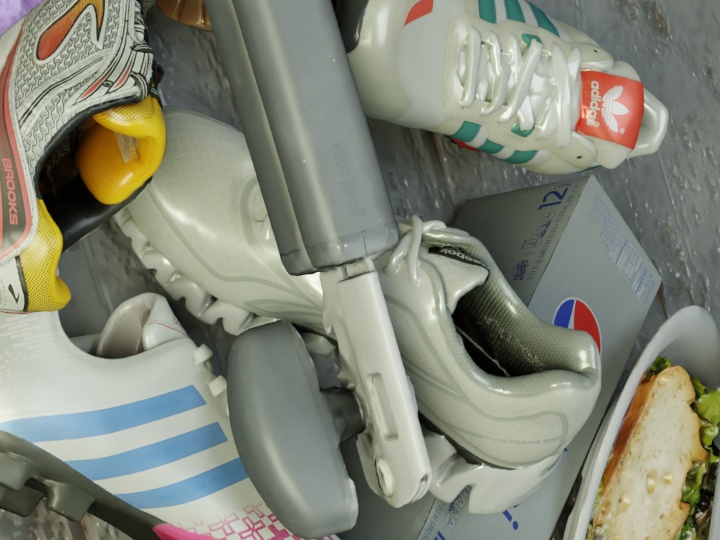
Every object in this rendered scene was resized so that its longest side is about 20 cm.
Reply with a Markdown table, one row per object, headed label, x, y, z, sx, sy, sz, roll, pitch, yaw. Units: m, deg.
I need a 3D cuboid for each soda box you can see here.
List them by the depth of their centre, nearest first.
| label | x | y | z | sx | sy | sz | roll | pitch | yaw |
| --- | --- | --- | --- | --- | --- | --- | --- | --- | --- |
| soda box | 0.046 | 0.056 | 1.092 | 0.064 | 0.068 | 0.200 | 52 | 46 | -29 |

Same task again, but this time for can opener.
| label | x | y | z | sx | sy | sz | roll | pitch | yaw |
| --- | --- | --- | --- | --- | --- | --- | --- | --- | --- |
| can opener | -0.025 | -0.013 | 0.930 | 0.067 | 0.053 | 0.201 | -17 | 90 | -21 |

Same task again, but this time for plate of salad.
| label | x | y | z | sx | sy | sz | roll | pitch | yaw |
| --- | --- | --- | --- | --- | --- | --- | --- | --- | --- |
| plate of salad | 0.125 | 0.114 | 1.144 | 0.200 | 0.048 | 0.201 | 12 | 90 | -68 |

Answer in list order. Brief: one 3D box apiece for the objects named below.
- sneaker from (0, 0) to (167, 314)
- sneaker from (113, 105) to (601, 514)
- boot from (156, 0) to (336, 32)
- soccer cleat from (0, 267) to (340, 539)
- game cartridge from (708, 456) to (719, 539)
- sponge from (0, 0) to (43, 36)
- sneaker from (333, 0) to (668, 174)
| label | x | y | z | sx | sy | sz | roll | pitch | yaw |
| --- | --- | --- | --- | --- | --- | --- | --- | --- | --- |
| sneaker | -0.093 | -0.057 | 0.921 | 0.078 | 0.082 | 0.201 | 87 | 22 | -50 |
| sneaker | 0.000 | 0.000 | 0.996 | 0.200 | 0.081 | 0.075 | 35 | 54 | -3 |
| boot | -0.036 | -0.181 | 1.053 | 0.107 | 0.075 | 0.201 | 11 | 76 | -59 |
| soccer cleat | -0.059 | 0.060 | 0.958 | 0.200 | 0.070 | 0.087 | 32 | 70 | -40 |
| game cartridge | 0.168 | 0.118 | 1.142 | 0.133 | 0.041 | 0.201 | -15 | 111 | -74 |
| sponge | -0.154 | -0.107 | 0.849 | 0.200 | 0.030 | 0.112 | -44 | 109 | -31 |
| sneaker | 0.059 | -0.078 | 1.077 | 0.200 | 0.093 | 0.071 | 18 | 85 | -65 |
